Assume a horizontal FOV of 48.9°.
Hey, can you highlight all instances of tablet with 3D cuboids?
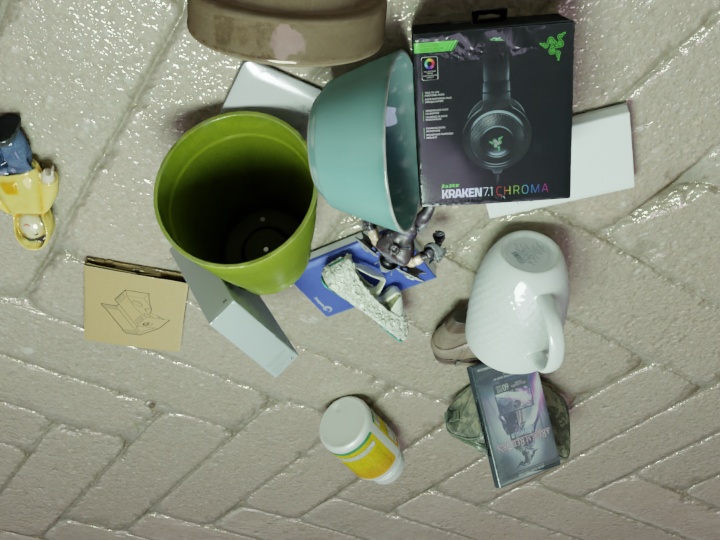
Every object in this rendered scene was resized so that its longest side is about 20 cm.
[{"bbox_3d":[-0.077,-0.180,1.001,0.197,0.014,0.130,19,137,-21],"label":"tablet"}]

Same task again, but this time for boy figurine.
[{"bbox_3d":[-0.458,-0.110,1.045,0.121,0.065,0.202,-1,137,-3],"label":"boy figurine"}]

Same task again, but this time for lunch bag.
[{"bbox_3d":[0.274,0.286,1.475,0.198,0.142,0.166,28,145,-31],"label":"lunch bag"}]

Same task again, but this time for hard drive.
[{"bbox_3d":[0.254,-0.139,1.040,0.196,0.027,0.133,-11,139,14],"label":"hard drive"},{"bbox_3d":[0.000,0.000,1.208,0.197,0.026,0.132,-20,137,23],"label":"hard drive"}]

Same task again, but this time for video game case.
[{"bbox_3d":[0.262,0.248,1.349,0.140,0.204,0.019,-10,173,-30],"label":"video game case"}]

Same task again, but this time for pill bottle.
[{"bbox_3d":[0.010,0.340,1.551,0.111,0.115,0.201,-18,138,20],"label":"pill bottle"}]

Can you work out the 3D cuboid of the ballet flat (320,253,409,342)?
[{"bbox_3d":[0.024,0.041,1.189,0.071,0.073,0.199,-27,134,29],"label":"ballet flat"}]

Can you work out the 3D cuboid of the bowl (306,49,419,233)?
[{"bbox_3d":[0.005,-0.145,0.911,0.103,0.204,0.202,1,143,17],"label":"bowl"}]

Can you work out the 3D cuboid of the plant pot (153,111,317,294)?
[{"bbox_3d":[-0.139,-0.062,1.012,0.196,0.205,0.194,-3,158,4],"label":"plant pot"}]

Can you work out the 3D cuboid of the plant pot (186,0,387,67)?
[{"bbox_3d":[-0.066,-0.306,0.731,0.195,0.202,0.178,3,124,-4],"label":"plant pot"}]

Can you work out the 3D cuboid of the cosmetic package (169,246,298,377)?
[{"bbox_3d":[-0.183,0.044,1.129,0.052,0.200,0.151,-41,131,-1],"label":"cosmetic package"}]

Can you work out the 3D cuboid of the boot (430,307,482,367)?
[{"bbox_3d":[0.215,0.111,1.320,0.195,0.071,0.147,3,147,-2],"label":"boot"}]

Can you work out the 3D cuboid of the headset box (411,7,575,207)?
[{"bbox_3d":[0.145,-0.185,0.880,0.170,0.093,0.204,-2,112,4],"label":"headset box"}]

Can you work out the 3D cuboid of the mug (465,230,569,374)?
[{"bbox_3d":[0.240,0.055,1.141,0.144,0.202,0.178,-10,135,-12],"label":"mug"}]

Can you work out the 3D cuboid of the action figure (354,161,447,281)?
[{"bbox_3d":[0.069,-0.068,1.078,0.128,0.070,0.202,24,127,-5],"label":"action figure"}]

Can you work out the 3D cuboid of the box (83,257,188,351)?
[{"bbox_3d":[-0.364,0.061,1.283,0.160,0.022,0.202,10,139,-12],"label":"box"}]
